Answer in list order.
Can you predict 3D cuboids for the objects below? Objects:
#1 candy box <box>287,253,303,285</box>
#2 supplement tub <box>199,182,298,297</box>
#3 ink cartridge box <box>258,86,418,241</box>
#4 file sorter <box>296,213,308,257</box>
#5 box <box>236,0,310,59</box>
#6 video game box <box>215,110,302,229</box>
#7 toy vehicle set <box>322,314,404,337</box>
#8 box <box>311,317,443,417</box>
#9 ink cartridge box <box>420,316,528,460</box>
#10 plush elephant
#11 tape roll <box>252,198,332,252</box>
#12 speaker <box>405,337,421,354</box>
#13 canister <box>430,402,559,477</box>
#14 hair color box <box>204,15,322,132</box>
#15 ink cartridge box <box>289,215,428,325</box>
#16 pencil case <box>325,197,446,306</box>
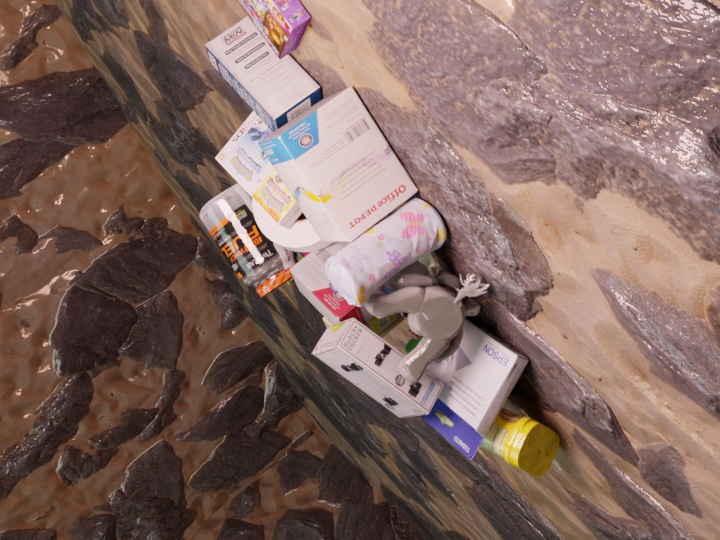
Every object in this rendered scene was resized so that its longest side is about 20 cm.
[{"bbox_3d":[-0.099,-0.054,1.990,0.055,0.115,0.200,50,153,6],"label":"candy box"},{"bbox_3d":[-0.201,-0.058,1.814,0.200,0.122,0.123,56,166,0],"label":"supplement tub"},{"bbox_3d":[-0.038,-0.164,1.555,0.200,0.147,0.145,57,165,-13],"label":"ink cartridge box"},{"bbox_3d":[-0.088,-0.125,1.825,0.200,0.139,0.125,44,162,32],"label":"file sorter"},{"bbox_3d":[-0.161,-0.440,1.512,0.200,0.039,0.137,54,165,-1],"label":"box"},{"bbox_3d":[-0.137,-0.204,1.708,0.200,0.182,0.047,45,-167,27],"label":"video game box"},{"bbox_3d":[0.030,0.073,1.795,0.027,0.200,0.124,40,160,38],"label":"toy vehicle set"},{"bbox_3d":[0.028,0.167,1.640,0.200,0.060,0.117,37,157,-12],"label":"box"},{"bbox_3d":[0.168,0.189,1.666,0.041,0.200,0.200,21,-170,-41],"label":"ink cartridge box"},{"bbox_3d":[0.116,0.054,1.599,0.165,0.200,0.155,55,-172,-8],"label":"plush elephant"},{"bbox_3d":[-0.097,-0.132,1.720,0.203,0.203,0.037,46,-174,27],"label":"tape roll"},{"bbox_3d":[0.165,0.220,1.950,0.200,0.088,0.088,60,164,-25],"label":"speaker"},{"bbox_3d":[0.234,0.279,1.723,0.200,0.087,0.149,22,172,37],"label":"canister"},{"bbox_3d":[-0.164,-0.333,1.652,0.200,0.100,0.061,48,166,20],"label":"hair color box"},{"bbox_3d":[0.000,0.000,1.716,0.148,0.200,0.086,44,164,32],"label":"ink cartridge box"},{"bbox_3d":[0.041,-0.030,1.520,0.091,0.200,0.083,52,161,3],"label":"pencil case"}]
